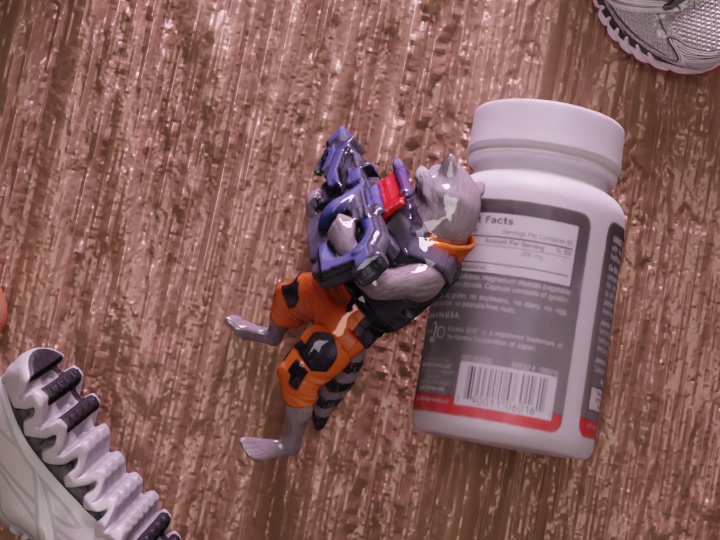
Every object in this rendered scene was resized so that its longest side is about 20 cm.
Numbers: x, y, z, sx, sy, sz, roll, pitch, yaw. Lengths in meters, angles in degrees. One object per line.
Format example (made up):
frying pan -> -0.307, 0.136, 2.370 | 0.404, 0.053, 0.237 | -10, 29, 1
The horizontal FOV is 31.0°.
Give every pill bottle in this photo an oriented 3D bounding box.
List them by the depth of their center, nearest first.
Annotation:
pill bottle -> 0.101, 0.007, 0.797 | 0.112, 0.114, 0.203 | 10, 82, -2

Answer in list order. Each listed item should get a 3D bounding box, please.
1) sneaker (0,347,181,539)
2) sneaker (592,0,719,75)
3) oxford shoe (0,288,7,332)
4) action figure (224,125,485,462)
sneaker -> -0.172, 0.150, 0.794 | 0.080, 0.075, 0.202 | -31, 87, 14
sneaker -> 0.177, -0.212, 0.844 | 0.078, 0.082, 0.201 | -39, 87, -7
oxford shoe -> -0.302, -0.030, 0.800 | 0.199, 0.073, 0.072 | 39, 83, 2
action figure -> 0.000, 0.000, 0.785 | 0.104, 0.201, 0.193 | 38, 115, -20
